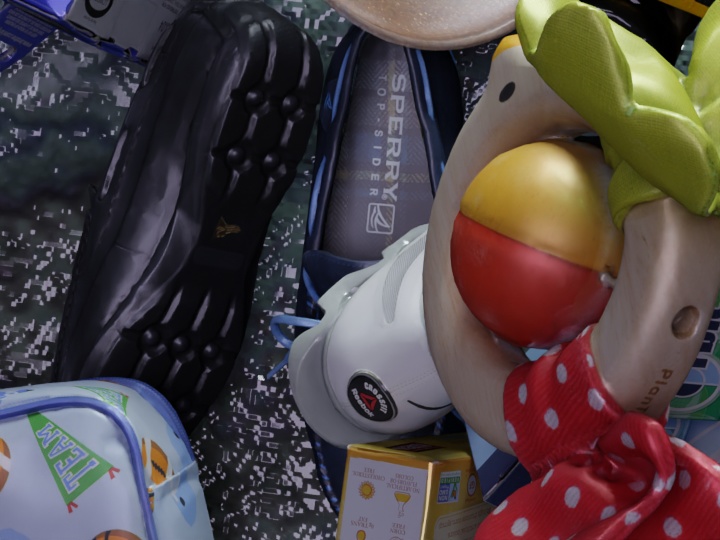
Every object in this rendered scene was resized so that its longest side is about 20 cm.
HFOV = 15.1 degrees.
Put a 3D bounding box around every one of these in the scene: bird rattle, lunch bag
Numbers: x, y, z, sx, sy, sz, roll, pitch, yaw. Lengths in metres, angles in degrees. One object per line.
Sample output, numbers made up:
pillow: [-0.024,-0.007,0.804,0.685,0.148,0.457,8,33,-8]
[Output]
bird rattle: [0.076,0.007,0.834,0.112,0.163,0.201,1,108,-28]
lunch bag: [-0.130,0.136,0.991,0.159,0.076,0.201,-12,93,11]

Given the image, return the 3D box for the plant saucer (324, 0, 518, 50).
plant saucer: [0.023,-0.182,0.991,0.037,0.200,0.202,10,88,48]

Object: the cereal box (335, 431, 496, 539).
cereal box: [0.028,0.159,0.965,0.039,0.144,0.201,8,94,25]

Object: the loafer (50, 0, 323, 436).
loafer: [-0.075,-0.010,1.046,0.070,0.068,0.201,33,105,48]

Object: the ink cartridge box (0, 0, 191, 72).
ink cartridge box: [-0.090,-0.156,1.013,0.076,0.136,0.201,25,91,13]

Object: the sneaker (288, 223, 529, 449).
sneaker: [0.065,-0.014,0.967,0.074,0.088,0.200,49,57,-16]

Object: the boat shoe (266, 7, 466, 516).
boat shoe: [0.000,0.000,1.023,0.084,0.069,0.201,-5,86,10]

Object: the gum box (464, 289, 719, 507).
gum box: [0.165,0.045,0.920,0.199,0.045,0.170,25,121,-27]

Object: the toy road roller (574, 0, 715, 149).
toy road roller: [0.156,-0.106,0.945,0.199,0.123,0.147,22,124,6]
